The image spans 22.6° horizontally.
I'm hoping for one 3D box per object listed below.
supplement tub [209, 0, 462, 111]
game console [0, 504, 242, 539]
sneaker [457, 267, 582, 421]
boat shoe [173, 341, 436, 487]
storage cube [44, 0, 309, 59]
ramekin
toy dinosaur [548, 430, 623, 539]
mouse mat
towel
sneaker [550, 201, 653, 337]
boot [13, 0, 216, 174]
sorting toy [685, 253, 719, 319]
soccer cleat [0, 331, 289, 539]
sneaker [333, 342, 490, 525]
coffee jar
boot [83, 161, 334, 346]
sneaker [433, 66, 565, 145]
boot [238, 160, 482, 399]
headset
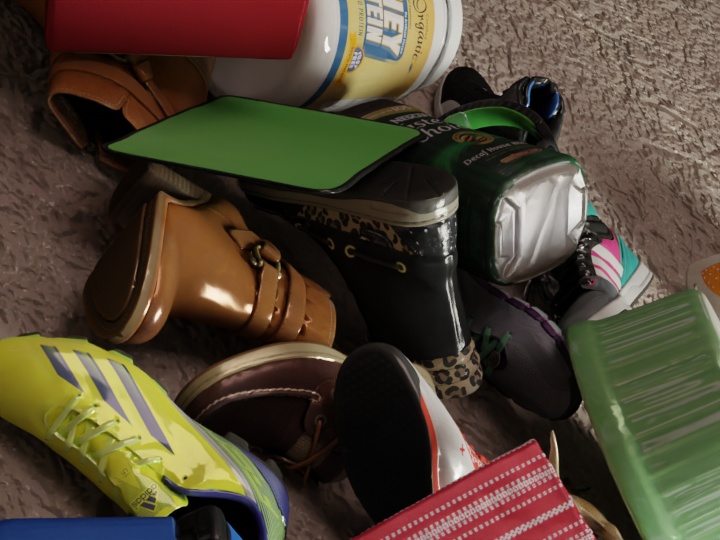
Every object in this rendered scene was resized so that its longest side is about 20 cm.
[{"bbox_3d":[-0.025,-0.196,1.411,0.200,0.145,0.145,-11,57,-52],"label":"supplement tub"},{"bbox_3d":[-0.102,0.227,0.900,0.171,0.118,0.201,57,17,-38],"label":"game console"},{"bbox_3d":[0.070,0.042,1.291,0.087,0.075,0.200,-12,46,-41],"label":"sneaker"},{"bbox_3d":[-0.022,0.095,1.111,0.199,0.072,0.072,10,45,-43],"label":"boat shoe"},{"bbox_3d":[-0.119,-0.262,1.198,0.199,0.180,0.172,1,53,-15],"label":"storage cube"},{"bbox_3d":[0.226,0.111,1.241,0.201,0.097,0.200,61,13,-24],"label":"ramekin"},{"bbox_3d":[0.136,0.165,1.172,0.101,0.058,0.200,53,1,16],"label":"toy dinosaur"},{"bbox_3d":[-0.058,-0.085,1.184,0.160,0.008,0.200,11,20,17],"label":"mouse mat"},{"bbox_3d":[0.090,0.214,1.019,0.144,0.022,0.201,-26,80,-21],"label":"towel"},{"bbox_3d":[0.159,-0.002,1.413,0.121,0.084,0.200,46,23,2],"label":"sneaker"},{"bbox_3d":[-0.199,-0.153,1.255,0.200,0.077,0.156,37,35,-15],"label":"boot"},{"bbox_3d":[0.402,0.078,1.588,0.199,0.107,0.181,13,58,-36],"label":"sorting toy"},{"bbox_3d":[-0.125,0.102,0.992,0.200,0.065,0.084,32,29,-14],"label":"soccer cleat"},{"bbox_3d":[0.055,0.130,1.106,0.108,0.067,0.202,-25,92,-59],"label":"sneaker"},{"bbox_3d":[0.056,-0.060,1.276,0.104,0.086,0.199,-22,31,-39],"label":"coffee jar"},{"bbox_3d":[-0.088,0.018,1.118,0.155,0.077,0.200,36,14,-18],"label":"boot"},{"bbox_3d":[0.125,-0.134,1.523,0.073,0.112,0.201,25,33,-23],"label":"sneaker"},{"bbox_3d":[-0.001,0.001,1.235,0.073,0.155,0.203,-28,26,-34],"label":"boot"},{"bbox_3d":[0.102,-0.057,1.368,0.201,0.123,0.094,65,4,38],"label":"headset"}]
